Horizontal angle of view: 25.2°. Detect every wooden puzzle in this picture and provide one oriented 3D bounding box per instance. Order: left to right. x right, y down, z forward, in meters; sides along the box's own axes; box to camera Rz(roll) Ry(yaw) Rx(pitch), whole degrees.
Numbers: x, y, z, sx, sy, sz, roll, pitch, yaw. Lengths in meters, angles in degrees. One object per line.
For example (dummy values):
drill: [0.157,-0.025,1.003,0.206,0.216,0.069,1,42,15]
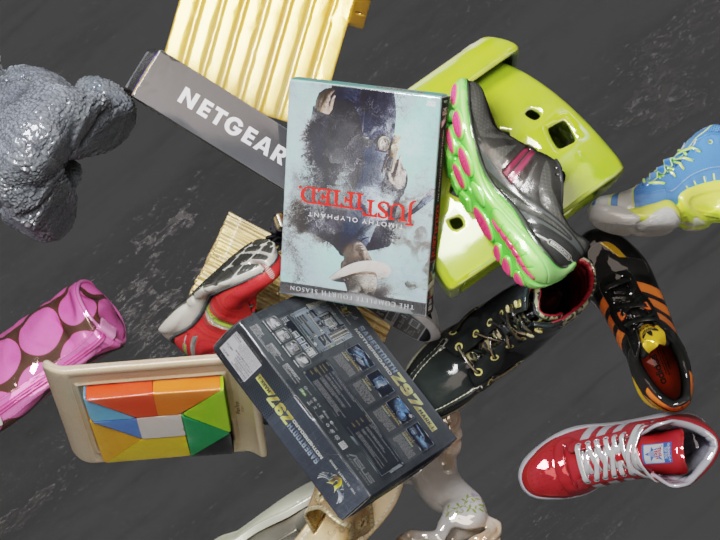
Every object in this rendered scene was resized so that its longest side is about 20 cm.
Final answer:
wooden puzzle: [-0.194,0.141,1.549,0.200,0.185,0.037,0,57,1]

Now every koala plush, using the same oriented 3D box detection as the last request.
koala plush: [-0.352,-0.151,1.545,0.200,0.184,0.177,33,90,10]

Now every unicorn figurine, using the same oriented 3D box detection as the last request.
unicorn figurine: [0.069,0.210,1.596,0.137,0.074,0.200,-34,74,-8]

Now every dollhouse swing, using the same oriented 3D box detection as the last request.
dollhouse swing: [-0.095,-0.258,1.547,0.200,0.182,0.176,17,81,-2]

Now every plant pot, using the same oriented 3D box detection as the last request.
plant pot: [0.114,-0.102,1.537,0.199,0.200,0.182,-36,85,0]

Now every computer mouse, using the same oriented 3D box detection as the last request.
computer mouse: [0.000,0.000,1.560,0.200,0.110,0.044,33,70,2]

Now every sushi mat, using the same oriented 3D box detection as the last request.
sushi mat: [-0.066,0.028,1.623,0.200,0.012,0.096,28,91,-2]

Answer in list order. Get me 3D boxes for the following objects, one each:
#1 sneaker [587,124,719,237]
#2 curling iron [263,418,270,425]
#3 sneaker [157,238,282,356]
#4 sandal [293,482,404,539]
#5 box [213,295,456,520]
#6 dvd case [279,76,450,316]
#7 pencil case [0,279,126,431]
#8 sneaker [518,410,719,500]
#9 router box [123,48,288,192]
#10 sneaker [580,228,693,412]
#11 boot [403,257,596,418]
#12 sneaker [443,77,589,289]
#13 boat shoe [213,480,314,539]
sneaker: [0.317,-0.090,1.600,0.200,0.076,0.105,-1,81,-16]
curling iron: [-0.176,0.134,1.596,0.200,0.050,0.026,14,66,-18]
sneaker: [-0.117,0.037,1.551,0.085,0.200,0.077,47,52,-4]
sandal: [-0.022,0.242,1.529,0.078,0.070,0.212,34,95,-3]
box: [-0.021,0.114,1.486,0.200,0.158,0.051,52,126,9]
dvd case: [0.001,-0.066,1.437,0.146,0.022,0.200,9,108,18]
pencil case: [-0.325,0.096,1.581,0.200,0.094,0.091,-38,110,1]
sneaker: [0.256,0.185,1.584,0.200,0.112,0.071,-16,92,-1]
router box: [-0.125,-0.137,1.528,0.200,0.157,0.052,31,91,-13]
sneaker: [0.278,0.048,1.591,0.070,0.090,0.200,-26,92,0]
boot: [0.129,0.062,1.535,0.204,0.154,0.074,-35,85,-19]
sneaker: [0.133,-0.079,1.409,0.084,0.077,0.200,-22,78,-20]
boat shoe: [-0.087,0.270,1.603,0.202,0.072,0.060,-32,92,6]
